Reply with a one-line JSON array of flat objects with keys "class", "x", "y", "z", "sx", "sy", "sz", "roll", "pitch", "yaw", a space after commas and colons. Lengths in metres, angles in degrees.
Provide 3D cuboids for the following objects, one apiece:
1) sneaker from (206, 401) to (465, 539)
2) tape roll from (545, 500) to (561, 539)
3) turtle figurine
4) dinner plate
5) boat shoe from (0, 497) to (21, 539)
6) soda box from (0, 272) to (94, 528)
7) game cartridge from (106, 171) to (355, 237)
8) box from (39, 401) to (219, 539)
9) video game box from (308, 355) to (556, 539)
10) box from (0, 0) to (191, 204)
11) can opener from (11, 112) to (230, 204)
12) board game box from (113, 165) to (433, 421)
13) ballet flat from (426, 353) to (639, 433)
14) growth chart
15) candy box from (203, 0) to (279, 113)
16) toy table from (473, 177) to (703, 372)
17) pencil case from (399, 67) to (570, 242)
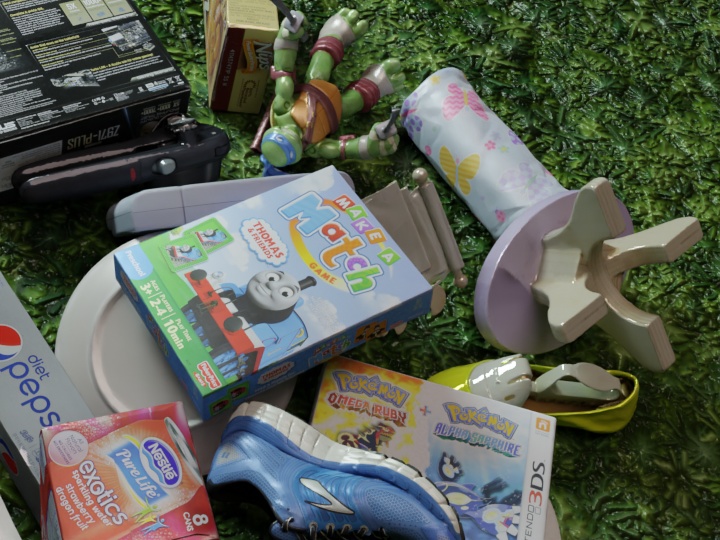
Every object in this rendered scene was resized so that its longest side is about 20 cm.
[{"class": "sneaker", "x": -0.019, "y": 0.171, "z": 0.843, "sx": 0.199, "sy": 0.079, "sz": 0.090, "roll": 20, "pitch": 59, "yaw": 19}, {"class": "tape roll", "x": 0.061, "y": 0.213, "z": 0.955, "sx": 0.201, "sy": 0.037, "sz": 0.204, "roll": 8, "pitch": 53, "yaw": -11}, {"class": "turtle figurine", "x": -0.012, "y": -0.181, "z": 1.131, "sx": 0.143, "sy": 0.201, "sz": 0.194, "roll": 23, "pitch": 40, "yaw": 7}, {"class": "dinner plate", "x": -0.147, "y": 0.063, "z": 0.952, "sx": 0.198, "sy": 0.024, "sz": 0.202, "roll": 0, "pitch": 77, "yaw": 2}, {"class": "boat shoe", "x": -0.293, "y": 0.180, "z": 0.856, "sx": 0.068, "sy": 0.072, "sz": 0.201, "roll": -23, "pitch": 73, "yaw": -30}, {"class": "soda box", "x": -0.259, "y": 0.099, "z": 0.921, "sx": 0.063, "sy": 0.068, "sz": 0.200, "roll": -26, "pitch": 65, "yaw": -30}, {"class": "game cartridge", "x": -0.112, "y": -0.058, "z": 1.049, "sx": 0.198, "sy": 0.133, "sz": 0.042, "roll": -8, "pitch": 87, "yaw": -23}, {"class": "box", "x": -0.159, "y": 0.184, "z": 0.803, "sx": 0.095, "sy": 0.201, "sz": 0.100, "roll": -9, "pitch": 57, "yaw": -20}, {"class": "video game box", "x": 0.047, "y": 0.172, "z": 0.929, "sx": 0.198, "sy": 0.047, "sz": 0.183, "roll": 16, "pitch": 49, "yaw": -3}, {"class": "box", "x": -0.282, "y": -0.169, "z": 1.103, "sx": 0.199, "sy": 0.086, "sz": 0.164, "roll": -22, "pitch": 64, "yaw": -30}, {"class": "can opener", "x": -0.206, "y": -0.091, "z": 1.061, "sx": 0.199, "sy": 0.079, "sz": 0.063, "roll": -15, "pitch": 24, "yaw": -32}, {"class": "board game box", "x": -0.068, "y": 0.010, "z": 0.927, "sx": 0.199, "sy": 0.037, "sz": 0.152, "roll": -24, "pitch": 56, "yaw": -24}, {"class": "ballet flat", "x": 0.152, "y": 0.103, "z": 1.047, "sx": 0.198, "sy": 0.067, "sz": 0.067, "roll": 6, "pitch": 53, "yaw": -13}, {"class": "growth chart", "x": 0.000, "y": 0.000, "z": 1.042, "sx": 0.199, "sy": 0.146, "sz": 0.018, "roll": -24, "pitch": 28, "yaw": -19}, {"class": "candy box", "x": -0.123, "y": -0.271, "z": 1.210, "sx": 0.055, "sy": 0.116, "sz": 0.201, "roll": 3, "pitch": 54, "yaw": -16}, {"class": "toy table", "x": 0.207, "y": 0.001, "z": 1.072, "sx": 0.200, "sy": 0.117, "sz": 0.184, "roll": -46, "pitch": 116, "yaw": -23}, {"class": "pencil case", "x": 0.125, "y": -0.109, "z": 1.188, "sx": 0.090, "sy": 0.083, "sz": 0.200, "roll": -22, "pitch": 63, "yaw": -37}]
